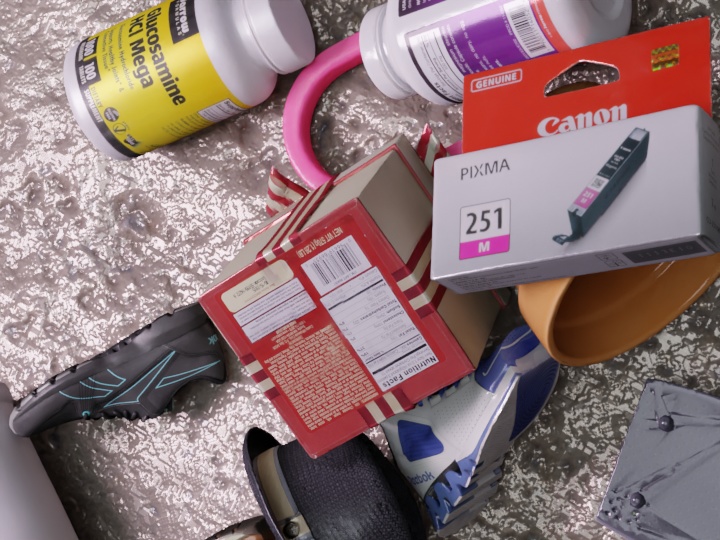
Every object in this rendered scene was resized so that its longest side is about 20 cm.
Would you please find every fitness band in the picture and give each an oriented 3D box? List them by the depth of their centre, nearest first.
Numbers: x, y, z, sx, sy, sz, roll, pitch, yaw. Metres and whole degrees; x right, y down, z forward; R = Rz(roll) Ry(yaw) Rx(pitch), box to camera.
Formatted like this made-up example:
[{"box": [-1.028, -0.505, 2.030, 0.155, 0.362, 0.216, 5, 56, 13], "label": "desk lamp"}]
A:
[{"box": [0.028, -0.136, 1.283, 0.199, 0.037, 0.144, -24, 81, 18], "label": "fitness band"}]

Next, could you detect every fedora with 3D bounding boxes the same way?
[{"box": [-0.009, 0.193, 1.224, 0.091, 0.201, 0.201, -34, 78, 6], "label": "fedora"}]

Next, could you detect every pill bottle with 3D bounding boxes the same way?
[{"box": [0.099, -0.194, 1.168, 0.199, 0.112, 0.113, -13, 85, 39], "label": "pill bottle"}, {"box": [-0.145, -0.179, 1.309, 0.199, 0.112, 0.113, -21, 82, 20], "label": "pill bottle"}]

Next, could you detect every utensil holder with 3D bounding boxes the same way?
[{"box": [-0.347, 0.225, 1.358, 0.170, 0.170, 0.201, -33, 81, 18], "label": "utensil holder"}]

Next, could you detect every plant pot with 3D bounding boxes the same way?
[{"box": [0.180, -0.048, 1.152, 0.200, 0.200, 0.140, -48, 57, 14], "label": "plant pot"}]

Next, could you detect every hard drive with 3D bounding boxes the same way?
[{"box": [0.295, 0.174, 1.173, 0.199, 0.042, 0.136, 21, 97, 20], "label": "hard drive"}]

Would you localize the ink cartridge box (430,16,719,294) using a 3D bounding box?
[{"box": [0.144, -0.083, 1.044, 0.199, 0.044, 0.175, -10, 68, 31], "label": "ink cartridge box"}]

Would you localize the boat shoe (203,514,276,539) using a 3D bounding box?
[{"box": [-0.141, 0.281, 1.332, 0.200, 0.076, 0.074, -35, 83, 26], "label": "boat shoe"}]

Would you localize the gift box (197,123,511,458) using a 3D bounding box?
[{"box": [0.000, 0.000, 1.202, 0.184, 0.187, 0.201, -26, 101, 21], "label": "gift box"}]

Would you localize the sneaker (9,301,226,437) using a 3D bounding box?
[{"box": [-0.211, 0.104, 1.337, 0.199, 0.075, 0.080, -28, 95, -1], "label": "sneaker"}]

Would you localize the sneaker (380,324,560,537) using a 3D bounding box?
[{"box": [0.070, 0.111, 1.222, 0.115, 0.080, 0.200, 43, 130, 23], "label": "sneaker"}]
